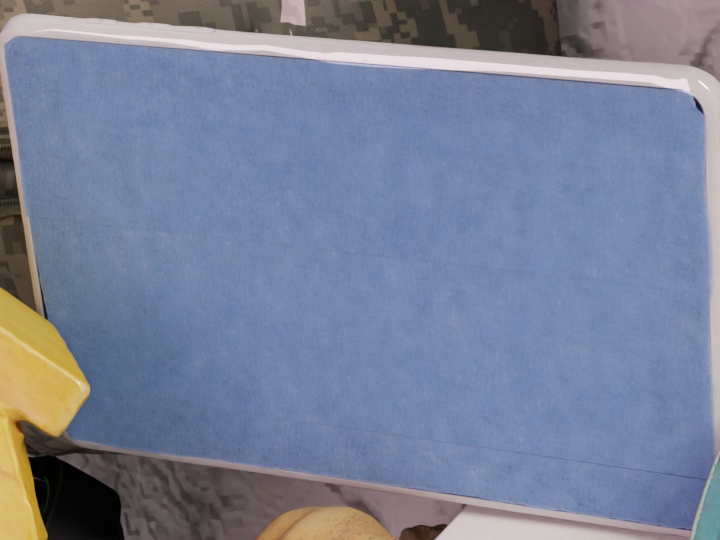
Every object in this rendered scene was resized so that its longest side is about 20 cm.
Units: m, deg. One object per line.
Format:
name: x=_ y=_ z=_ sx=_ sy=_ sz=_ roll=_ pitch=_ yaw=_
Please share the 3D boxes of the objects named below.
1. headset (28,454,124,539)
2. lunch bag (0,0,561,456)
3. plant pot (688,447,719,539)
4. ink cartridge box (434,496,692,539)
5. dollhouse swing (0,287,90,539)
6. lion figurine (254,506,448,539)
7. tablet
headset: x=-0.142 y=0.114 z=0.860 sx=0.124 sy=0.094 sz=0.200 roll=-61 pitch=13 yaw=-14
lunch bag: x=-0.037 y=-0.023 z=0.776 sx=0.199 sy=0.139 sz=0.168 roll=-1 pitch=100 yaw=34
plant pot: x=0.182 y=0.133 z=0.617 sx=0.187 sy=0.200 sz=0.201 roll=2 pitch=98 yaw=21
ink cartridge box: x=0.054 y=0.174 z=0.695 sx=0.084 sy=0.145 sz=0.201 roll=10 pitch=122 yaw=31
dollhouse swing: x=-0.182 y=0.069 z=0.746 sx=0.181 sy=0.176 sz=0.200 roll=34 pitch=92 yaw=4
lion figurine: x=-0.002 y=0.108 z=0.721 sx=0.072 sy=0.200 sz=0.123 roll=25 pitch=74 yaw=16
tablet: x=0.000 y=0.000 z=0.675 sx=0.199 sy=0.014 sz=0.131 roll=6 pitch=118 yaw=23
